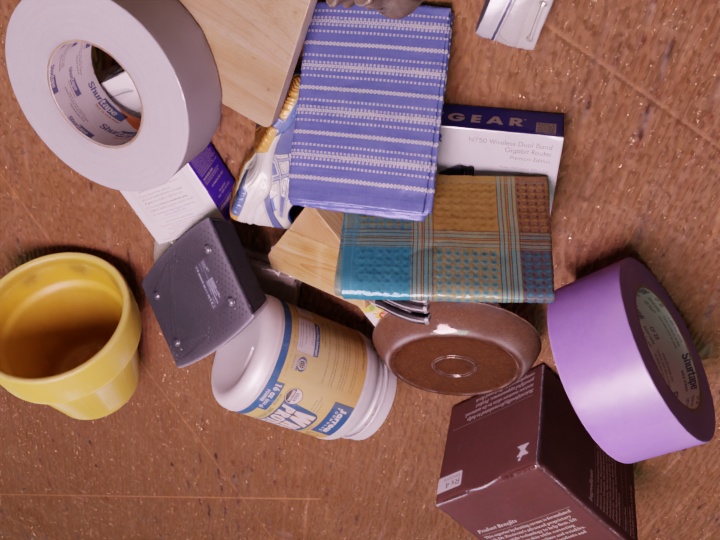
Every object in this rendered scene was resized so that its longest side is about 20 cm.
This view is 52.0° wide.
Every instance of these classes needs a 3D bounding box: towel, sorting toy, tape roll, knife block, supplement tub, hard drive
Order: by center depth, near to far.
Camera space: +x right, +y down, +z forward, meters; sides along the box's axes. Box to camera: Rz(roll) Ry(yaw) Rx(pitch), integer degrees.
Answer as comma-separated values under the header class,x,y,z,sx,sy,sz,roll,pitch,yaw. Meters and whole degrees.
class,x,y,z,sx,sy,sz,roll,pitch,yaw
sorting toy,-0.129,-0.270,0.679,0.199,0.070,0.199,30,131,3
towel,0.079,-0.033,0.701,0.199,0.147,0.022,2,147,7
towel,0.009,-0.153,0.706,0.144,0.024,0.201,7,90,12
tape roll,-0.235,-0.179,0.709,0.199,0.066,0.201,13,129,16
tape roll,0.287,0.094,0.780,0.085,0.200,0.200,-27,117,33
knife block,0.000,0.000,0.805,0.176,0.064,0.200,53,145,3
hard drive,-0.187,0.029,0.880,0.200,0.042,0.135,-33,80,46
supplement tub,-0.069,0.127,0.926,0.199,0.145,0.145,24,134,-29
towel,-0.176,0.018,0.968,0.199,0.035,0.133,18,129,1

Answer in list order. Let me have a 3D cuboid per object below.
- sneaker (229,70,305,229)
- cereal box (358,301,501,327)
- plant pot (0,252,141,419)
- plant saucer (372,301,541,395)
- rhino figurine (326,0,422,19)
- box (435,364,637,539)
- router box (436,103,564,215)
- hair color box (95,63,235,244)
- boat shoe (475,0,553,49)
class,x,y,z,sx,sy,sz,roll,pitch,yaw
sneaker,-0.076,-0.127,0.806,0.088,0.076,0.200,15,136,-18
cereal box,0.098,0.063,0.884,0.143,0.040,0.200,-9,143,24
plant pot,-0.391,0.109,1.014,0.200,0.201,0.189,10,145,9
plant saucer,0.112,0.101,0.871,0.199,0.035,0.201,5,145,3
rhino figurine,0.054,-0.293,0.614,0.060,0.087,0.200,55,131,19
box,0.232,0.267,0.961,0.200,0.165,0.166,42,128,-18
router box,0.103,-0.084,0.788,0.199,0.049,0.180,7,130,11
hair color box,-0.233,-0.134,0.841,0.109,0.065,0.200,-13,125,26
boat shoe,0.170,-0.265,0.603,0.086,0.075,0.202,21,136,-3
